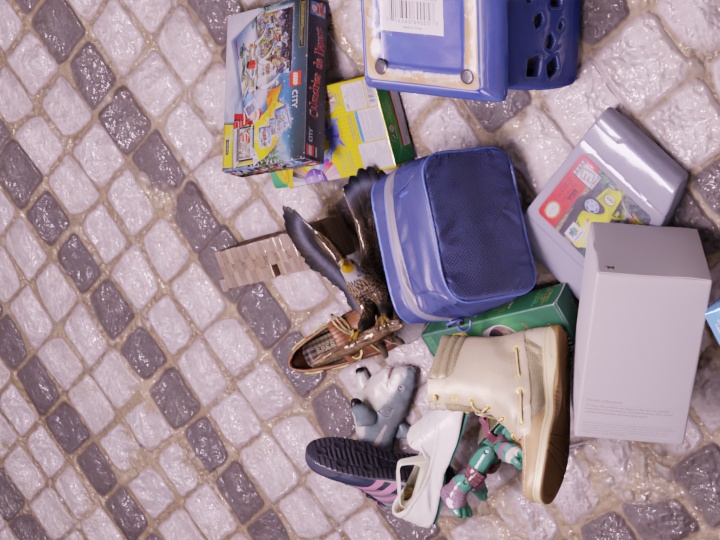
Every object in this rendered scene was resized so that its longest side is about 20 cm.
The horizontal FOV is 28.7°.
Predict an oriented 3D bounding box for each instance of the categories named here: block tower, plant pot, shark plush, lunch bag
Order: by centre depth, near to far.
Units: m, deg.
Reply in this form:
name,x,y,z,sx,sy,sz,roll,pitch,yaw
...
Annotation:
name,x,y,z,sx,sy,sz,roll,pitch,yaw
plant pot,0.106,-0.284,1.485,0.199,0.180,0.201,12,116,32
lunch bag,0.101,-0.030,1.594,0.132,0.135,0.201,-22,76,57
shark plush,0.036,0.216,1.815,0.083,0.091,0.201,-2,104,5
block tower,-0.104,-0.023,1.828,0.199,0.054,0.058,-16,97,39

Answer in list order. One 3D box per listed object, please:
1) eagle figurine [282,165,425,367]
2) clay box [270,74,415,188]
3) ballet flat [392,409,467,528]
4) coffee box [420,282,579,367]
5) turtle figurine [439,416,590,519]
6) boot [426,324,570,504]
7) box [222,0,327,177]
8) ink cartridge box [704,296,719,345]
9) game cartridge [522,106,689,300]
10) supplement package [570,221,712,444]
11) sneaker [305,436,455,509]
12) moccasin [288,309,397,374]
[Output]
name,x,y,z,sx,sy,sz,roll,pitch,yaw
eagle figurine,0.000,-0.003,1.676,0.151,0.151,0.201,110,150,-59
clay box,-0.036,-0.170,1.722,0.199,0.048,0.116,-7,102,39
ballet flat,0.081,0.227,1.708,0.069,0.069,0.201,26,118,26
coffee box,0.182,0.092,1.649,0.199,0.044,0.123,-18,114,41
turtle figurine,0.181,0.203,1.651,0.200,0.149,0.101,-48,63,28
boot,0.149,0.159,1.549,0.155,0.073,0.201,-4,67,23
box,-0.104,-0.221,1.705,0.136,0.038,0.201,-5,80,38
ink cartridge box,0.470,0.044,1.380,0.200,0.125,0.129,-27,91,41
game cartridge,0.265,-0.064,1.549,0.133,0.041,0.200,42,128,11
supplement package,0.293,0.066,1.491,0.119,0.121,0.201,4,119,4
sneaker,0.017,0.270,1.789,0.199,0.070,0.082,15,126,-13
moccasin,-0.014,0.083,1.786,0.201,0.078,0.074,-19,93,38
